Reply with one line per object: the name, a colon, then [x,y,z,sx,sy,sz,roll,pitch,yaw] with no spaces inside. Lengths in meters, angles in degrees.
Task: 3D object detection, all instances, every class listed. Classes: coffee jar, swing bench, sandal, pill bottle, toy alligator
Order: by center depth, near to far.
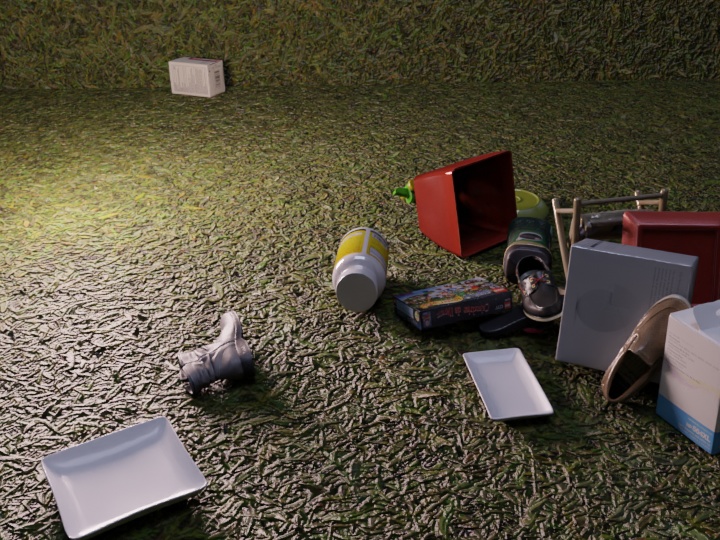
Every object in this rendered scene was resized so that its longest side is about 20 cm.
sandal: [0.321,0.095,1.594,0.196,0.046,0.075,-19,21,0]
swing bench: [0.499,-0.051,1.670,0.194,0.206,0.130,-6,5,-8]
pill bottle: [0.000,0.000,1.719,0.109,0.115,0.201,0,25,5]
coffee jar: [0.362,-0.041,1.808,0.102,0.087,0.201,7,26,11]
toy alligator: [0.167,-0.215,2.228,0.198,0.059,0.055,-23,74,-39]

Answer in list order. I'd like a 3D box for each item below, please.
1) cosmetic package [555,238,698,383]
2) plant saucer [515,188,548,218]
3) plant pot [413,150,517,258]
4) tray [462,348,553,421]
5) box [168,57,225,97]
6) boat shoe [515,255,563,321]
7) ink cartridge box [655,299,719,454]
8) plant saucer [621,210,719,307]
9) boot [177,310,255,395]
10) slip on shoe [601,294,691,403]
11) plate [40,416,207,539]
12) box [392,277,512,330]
cosmetic package: [0.453,0.065,1.424,0.196,0.205,0.122,12,13,27]
plant saucer: [0.381,-0.169,2.137,0.194,0.032,0.201,-2,26,1]
plant pot: [0.233,-0.163,1.965,0.197,0.205,0.174,-21,20,-35]
tray: [0.243,0.193,1.407,0.104,0.023,0.201,-4,26,-6]
box: [-0.651,-0.772,3.347,0.196,0.131,0.109,12,28,26]
boat shoe: [0.334,0.034,1.584,0.072,0.064,0.202,-14,23,6]
ink cartridge box: [0.547,0.146,1.272,0.126,0.205,0.125,-12,27,-20]
plant saucer: [0.595,-0.008,1.587,0.195,0.205,0.037,1,9,7]
boot: [-0.269,0.141,1.506,0.129,0.071,0.200,-14,23,-13]
slip on shoe: [0.451,0.128,1.330,0.076,0.201,0.060,42,21,15]
plate: [-0.343,0.302,1.215,0.196,0.033,0.199,-16,30,-27]
box: [0.178,0.061,1.633,0.195,0.039,0.136,-12,14,-18]
